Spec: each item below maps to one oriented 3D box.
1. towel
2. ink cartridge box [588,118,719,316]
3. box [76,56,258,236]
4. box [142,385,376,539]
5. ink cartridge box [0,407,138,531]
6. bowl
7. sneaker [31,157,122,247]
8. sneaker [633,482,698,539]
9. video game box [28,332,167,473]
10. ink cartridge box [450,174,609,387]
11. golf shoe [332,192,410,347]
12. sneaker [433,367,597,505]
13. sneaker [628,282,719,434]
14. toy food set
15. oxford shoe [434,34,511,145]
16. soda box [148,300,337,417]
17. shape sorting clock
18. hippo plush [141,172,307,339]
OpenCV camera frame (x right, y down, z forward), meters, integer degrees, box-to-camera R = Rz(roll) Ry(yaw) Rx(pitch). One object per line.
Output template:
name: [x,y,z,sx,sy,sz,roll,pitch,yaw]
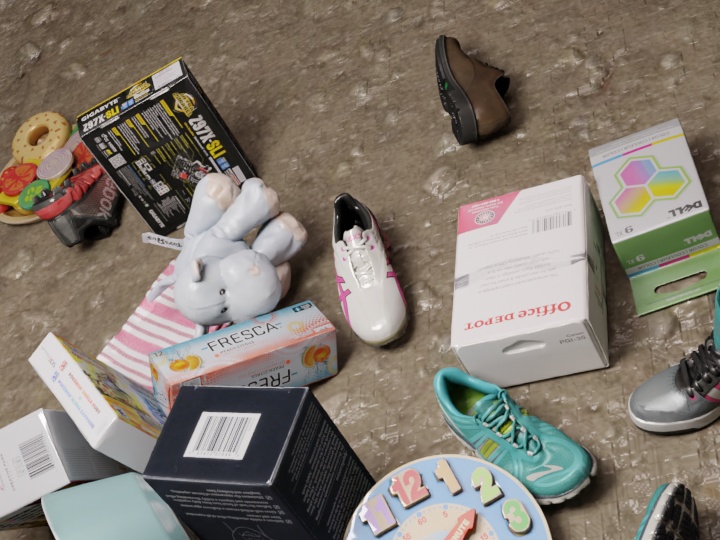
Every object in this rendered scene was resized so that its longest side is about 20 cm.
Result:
towel: [-0.231,0.070,1.645,0.145,0.030,0.201,14,59,39]
ink cartridge box: [0.307,-0.059,1.400,0.103,0.060,0.202,-19,43,16]
box: [-0.244,-0.152,1.734,0.158,0.201,0.050,-30,42,5]
box: [-0.084,0.209,1.290,0.147,0.201,0.108,-1,49,30]
ink cartridge box: [-0.355,0.224,1.446,0.174,0.200,0.085,-27,77,9]
bowl: [-0.215,0.278,1.320,0.104,0.202,0.201,-32,41,-10]
sneaker: [-0.363,-0.098,1.860,0.070,0.099,0.201,-17,19,35]
sneaker: [0.220,0.261,1.136,0.079,0.078,0.201,8,56,48]
video game box: [-0.236,0.162,1.431,0.047,0.200,0.182,-53,44,-2]
ink cartridge box: [0.175,0.013,1.398,0.145,0.083,0.202,-13,45,21]
golf shoe: [0.000,0.000,1.518,0.072,0.092,0.201,-24,43,8]
sneaker: [0.138,0.156,1.291,0.078,0.080,0.199,-46,43,-15]
sneaker: [0.324,0.072,1.220,0.198,0.121,0.084,-24,42,12]
toy food set: [-0.462,-0.150,1.985,0.196,0.049,0.201,10,57,38]
oxford shoe: [0.140,-0.227,1.671,0.083,0.073,0.201,-14,44,-3]
soda box: [-0.125,0.101,1.462,0.198,0.064,0.068,-17,36,-24]
shape sorting clock: [0.077,0.263,1.226,0.197,0.039,0.202,-7,60,13]
hippo plush: [-0.160,-0.016,1.529,0.197,0.161,0.161,-2,19,0]
